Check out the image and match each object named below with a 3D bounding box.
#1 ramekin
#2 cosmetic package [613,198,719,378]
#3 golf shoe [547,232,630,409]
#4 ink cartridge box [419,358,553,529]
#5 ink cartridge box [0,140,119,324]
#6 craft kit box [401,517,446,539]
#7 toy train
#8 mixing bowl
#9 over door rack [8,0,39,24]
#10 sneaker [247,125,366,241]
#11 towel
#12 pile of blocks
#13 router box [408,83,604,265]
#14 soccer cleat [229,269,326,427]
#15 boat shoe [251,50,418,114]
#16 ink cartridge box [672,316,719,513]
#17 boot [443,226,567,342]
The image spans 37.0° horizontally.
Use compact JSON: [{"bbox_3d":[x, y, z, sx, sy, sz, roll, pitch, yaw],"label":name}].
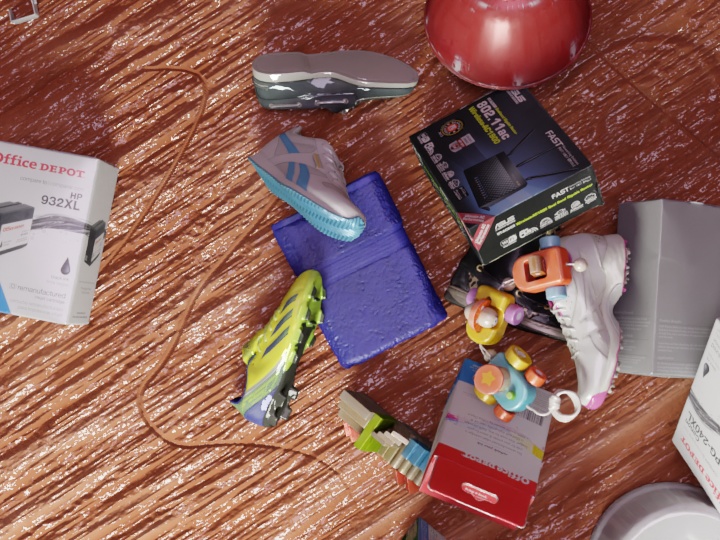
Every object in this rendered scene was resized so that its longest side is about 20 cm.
[{"bbox_3d":[0.363,0.348,1.221,0.200,0.098,0.201,0,87,4],"label":"ramekin"},{"bbox_3d":[0.353,0.021,1.228,0.107,0.090,0.200,7,84,-24],"label":"cosmetic package"},{"bbox_3d":[0.245,0.053,1.192,0.091,0.075,0.200,9,72,-2],"label":"golf shoe"},{"bbox_3d":[0.139,0.204,1.193,0.116,0.200,0.067,22,132,3],"label":"ink cartridge box"},{"bbox_3d":[-0.387,-0.045,1.286,0.145,0.084,0.200,11,88,4],"label":"ink cartridge box"},{"bbox_3d":[0.129,0.365,1.183,0.197,0.200,0.049,36,90,5],"label":"craft kit box"},{"bbox_3d":[0.173,0.065,1.164,0.150,0.056,0.200,-11,77,39],"label":"toy train"},{"bbox_3d":[0.170,-0.322,1.231,0.200,0.108,0.200,-2,69,5],"label":"mixing bowl"},{"bbox_3d":[-0.416,-0.409,1.275,0.066,0.148,0.200,-2,87,8],"label":"over door rack"},{"bbox_3d":[-0.051,-0.105,1.236,0.081,0.077,0.200,-41,48,-9],"label":"sneaker"},{"bbox_3d":[0.000,0.000,1.285,0.148,0.050,0.200,-27,87,9],"label":"towel"},{"bbox_3d":[0.048,0.219,1.252,0.200,0.082,0.062,34,96,5],"label":"pile of blocks"},{"bbox_3d":[0.160,-0.116,1.215,0.150,0.062,0.200,-28,43,1],"label":"router box"},{"bbox_3d":[-0.100,0.087,1.259,0.084,0.065,0.200,24,104,19],"label":"soccer cleat"},{"bbox_3d":[-0.031,-0.223,1.298,0.200,0.073,0.062,1,131,-4],"label":"boat shoe"},{"bbox_3d":[0.425,0.165,1.153,0.083,0.145,0.200,-7,131,-14],"label":"ink cartridge box"},{"bbox_3d":[0.212,-0.002,1.261,0.200,0.073,0.151,18,88,9],"label":"boot"}]
